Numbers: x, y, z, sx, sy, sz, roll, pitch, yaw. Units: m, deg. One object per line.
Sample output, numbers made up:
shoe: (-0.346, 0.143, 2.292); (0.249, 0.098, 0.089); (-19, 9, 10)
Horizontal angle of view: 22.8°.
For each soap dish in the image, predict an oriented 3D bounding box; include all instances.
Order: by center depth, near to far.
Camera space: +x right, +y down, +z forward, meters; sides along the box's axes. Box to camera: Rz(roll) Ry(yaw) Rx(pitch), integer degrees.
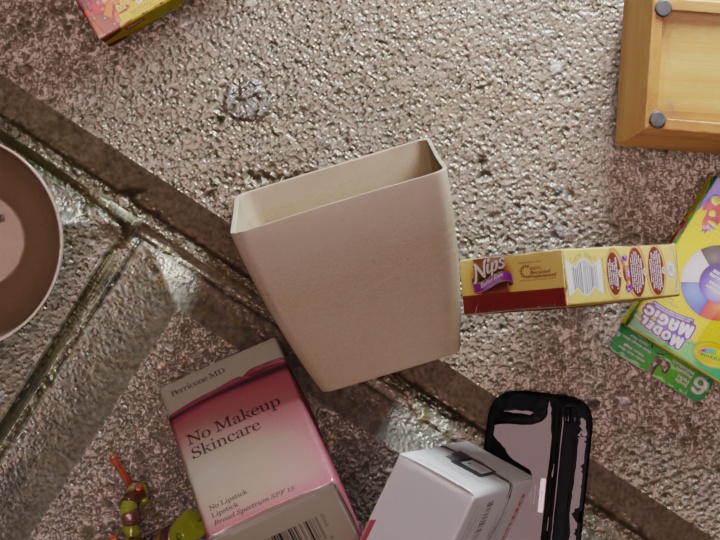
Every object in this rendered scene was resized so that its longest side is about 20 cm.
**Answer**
soap dish: (0.354, -0.193, 1.739); (0.200, 0.081, 0.158); (4, 91, -3)

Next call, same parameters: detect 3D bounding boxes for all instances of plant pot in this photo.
plant pot: (0.000, 0.000, 1.683); (0.200, 0.200, 0.177); (-16, 103, 1)
plant pot: (-0.374, -0.027, 1.693); (0.200, 0.134, 0.201); (0, 91, -2)

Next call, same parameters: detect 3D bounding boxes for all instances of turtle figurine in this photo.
turtle figurine: (-0.199, 0.268, 1.700); (0.064, 0.161, 0.200); (-7, 82, -36)

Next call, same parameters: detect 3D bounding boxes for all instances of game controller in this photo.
game controller: (0.170, 0.220, 1.771); (0.104, 0.042, 0.200); (6, 91, 12)

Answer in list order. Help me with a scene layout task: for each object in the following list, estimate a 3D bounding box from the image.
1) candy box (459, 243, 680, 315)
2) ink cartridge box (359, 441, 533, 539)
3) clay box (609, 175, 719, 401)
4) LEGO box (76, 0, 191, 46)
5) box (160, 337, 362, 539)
candy box: (0.198, 0.007, 1.668); (0.117, 0.200, 0.057); (-6, 90, 40)
ink cartridge box: (0.074, 0.245, 1.674); (0.083, 0.200, 0.145); (27, 97, 19)
clay box: (0.344, 0.021, 1.761); (0.115, 0.048, 0.200); (31, 90, -2)
LEGO box: (-0.197, -0.330, 1.719); (0.200, 0.077, 0.149); (-30, 93, -1)
box: (-0.093, 0.183, 1.666); (0.128, 0.200, 0.109); (-24, 134, -2)
